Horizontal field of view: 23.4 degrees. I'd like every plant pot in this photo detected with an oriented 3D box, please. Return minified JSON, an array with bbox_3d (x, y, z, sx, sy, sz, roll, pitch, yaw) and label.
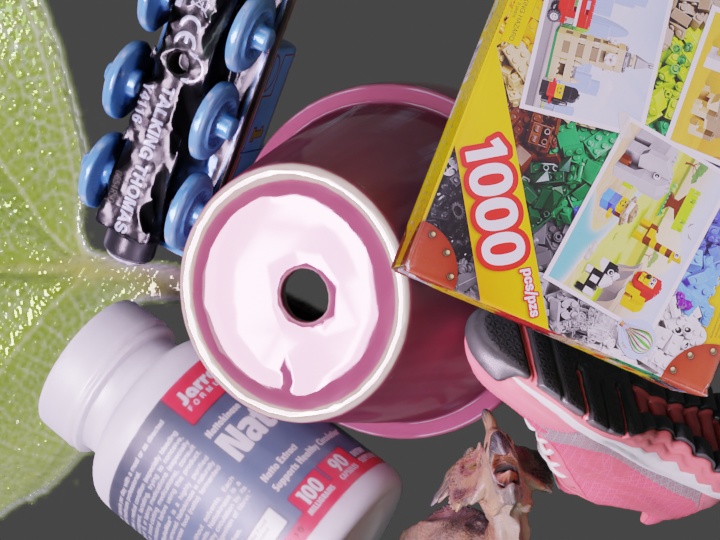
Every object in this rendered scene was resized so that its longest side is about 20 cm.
[{"bbox_3d":[0.000,0.000,0.928,0.198,0.179,0.203,3,98,23],"label":"plant pot"}]

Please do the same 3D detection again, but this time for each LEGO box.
[{"bbox_3d":[0.119,-0.064,0.792,0.148,0.077,0.202,21,88,-3],"label":"LEGO box"}]

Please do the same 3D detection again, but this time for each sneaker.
[{"bbox_3d":[0.118,0.086,0.902,0.199,0.074,0.087,29,128,-29],"label":"sneaker"}]

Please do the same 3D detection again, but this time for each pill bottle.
[{"bbox_3d":[-0.086,0.110,1.012,0.199,0.119,0.120,35,109,15],"label":"pill bottle"}]

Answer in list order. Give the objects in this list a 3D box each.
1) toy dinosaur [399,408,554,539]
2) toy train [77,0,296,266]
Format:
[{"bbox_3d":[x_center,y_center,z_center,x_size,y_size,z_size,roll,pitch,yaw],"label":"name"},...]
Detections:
[{"bbox_3d":[0.057,0.160,0.979,0.199,0.085,0.137,-30,72,47],"label":"toy dinosaur"},{"bbox_3d":[-0.092,-0.099,0.989,0.086,0.114,0.202,25,107,15],"label":"toy train"}]
